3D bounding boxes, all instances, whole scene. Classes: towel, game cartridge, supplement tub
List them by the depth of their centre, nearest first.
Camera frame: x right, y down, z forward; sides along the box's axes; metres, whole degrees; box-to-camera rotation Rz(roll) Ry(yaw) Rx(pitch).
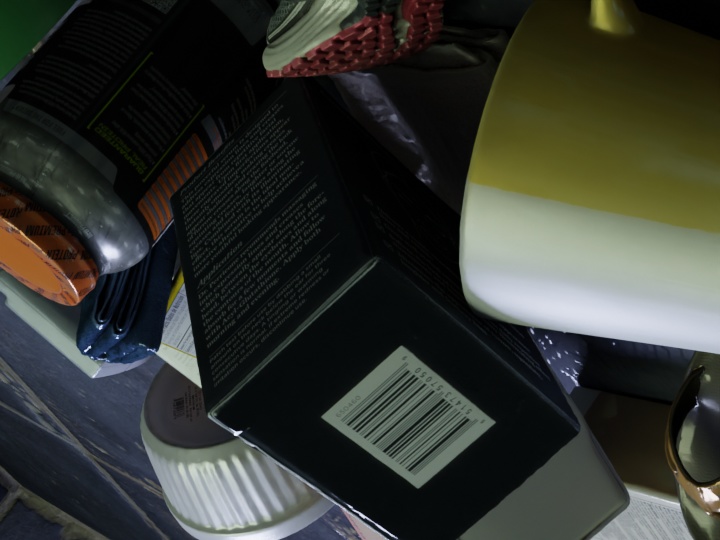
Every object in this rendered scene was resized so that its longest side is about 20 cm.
[{"bbox_3d":[0.066,-0.058,0.733,0.132,0.035,0.200,12,148,46],"label":"towel"},{"bbox_3d":[-0.141,-0.086,0.755,0.122,0.201,0.123,30,157,14],"label":"supplement tub"},{"bbox_3d":[-0.151,-0.040,0.872,0.048,0.202,0.112,13,164,-20],"label":"towel"},{"bbox_3d":[-0.217,0.019,1.129,0.133,0.042,0.200,36,-158,2],"label":"game cartridge"}]

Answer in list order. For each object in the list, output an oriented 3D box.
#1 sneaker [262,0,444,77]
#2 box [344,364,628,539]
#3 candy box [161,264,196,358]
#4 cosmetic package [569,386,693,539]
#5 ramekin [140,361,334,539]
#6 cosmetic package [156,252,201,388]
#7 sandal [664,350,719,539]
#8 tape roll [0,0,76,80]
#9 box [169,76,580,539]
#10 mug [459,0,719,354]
[{"bbox_3d":[0.007,-0.145,0.598,0.200,0.080,0.075,-33,72,62],"label":"sneaker"},{"bbox_3d":[0.058,0.126,0.843,0.128,0.109,0.200,57,161,-3],"label":"box"},{"bbox_3d":[-0.059,0.003,0.821,0.102,0.027,0.200,26,137,-11],"label":"candy box"},{"bbox_3d":[0.223,0.148,0.865,0.199,0.071,0.105,9,144,48],"label":"cosmetic package"},{"bbox_3d":[-0.100,0.133,1.151,0.199,0.200,0.106,15,142,41],"label":"ramekin"},{"bbox_3d":[-0.178,-0.002,1.088,0.199,0.071,0.102,38,-159,-4],"label":"cosmetic package"},{"bbox_3d":[0.204,0.093,0.719,0.082,0.054,0.201,36,141,38],"label":"sandal"},{"bbox_3d":[-0.219,-0.146,0.748,0.048,0.201,0.200,45,156,-22],"label":"tape roll"},{"bbox_3d":[-0.002,0.016,0.652,0.148,0.107,0.201,40,-164,-30],"label":"box"},{"bbox_3d":[0.135,-0.040,0.536,0.152,0.150,0.187,17,159,22],"label":"mug"}]
